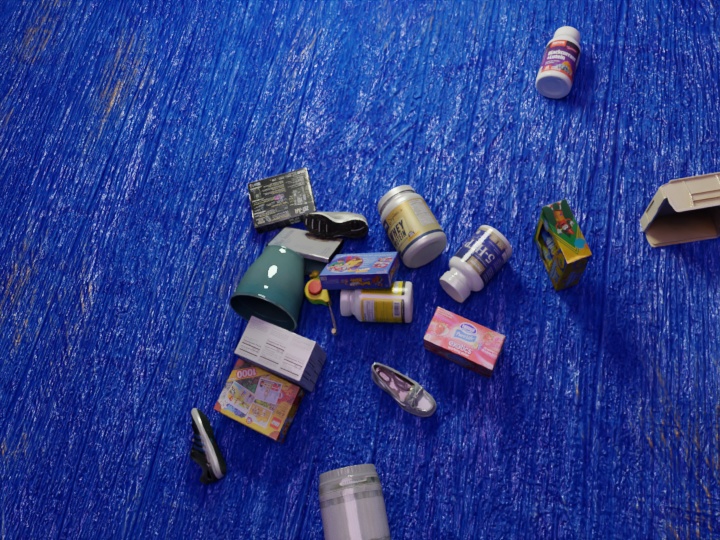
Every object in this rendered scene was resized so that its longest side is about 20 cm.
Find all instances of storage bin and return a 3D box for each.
[{"bbox_3d":[0.876,-0.159,1.616,0.194,0.201,0.096,-9,65,4],"label":"storage bin"}]

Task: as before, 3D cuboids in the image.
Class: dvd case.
[{"bbox_3d":[-0.160,-0.079,1.787,0.195,0.018,0.143,12,30,13],"label":"dvd case"}]

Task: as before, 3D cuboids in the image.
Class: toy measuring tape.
[{"bbox_3d":[-0.118,0.094,1.732,0.072,0.074,0.204,-15,67,2],"label":"toy measuring tape"}]

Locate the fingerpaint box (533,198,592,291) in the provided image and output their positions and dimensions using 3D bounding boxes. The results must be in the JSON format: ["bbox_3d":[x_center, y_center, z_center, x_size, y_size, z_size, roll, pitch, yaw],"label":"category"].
[{"bbox_3d":[0.534,-0.063,1.628,0.072,0.201,0.170,-18,67,1],"label":"fingerpaint box"}]

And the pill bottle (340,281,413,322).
[{"bbox_3d":[0.046,0.085,1.687,0.195,0.113,0.115,2,68,9],"label":"pill bottle"}]

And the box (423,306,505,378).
[{"bbox_3d":[0.276,0.191,1.621,0.197,0.095,0.104,24,72,16],"label":"box"}]

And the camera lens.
[{"bbox_3d":[-0.016,0.587,1.470,0.156,0.161,0.204,-12,67,3],"label":"camera lens"}]

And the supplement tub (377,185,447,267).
[{"bbox_3d":[0.144,-0.127,1.740,0.142,0.145,0.202,-28,67,-4],"label":"supplement tub"}]

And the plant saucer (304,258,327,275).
[{"bbox_3d":[-0.088,-0.015,1.798,0.195,0.019,0.071,7,70,10],"label":"plant saucer"}]

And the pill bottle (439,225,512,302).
[{"bbox_3d":[0.315,-0.015,1.685,0.119,0.120,0.200,40,78,20],"label":"pill bottle"}]

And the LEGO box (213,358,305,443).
[{"bbox_3d":[-0.271,0.352,1.646,0.196,0.077,0.151,20,72,15],"label":"LEGO box"}]

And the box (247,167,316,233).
[{"bbox_3d":[-0.242,-0.218,1.886,0.195,0.044,0.163,-15,67,2],"label":"box"}]

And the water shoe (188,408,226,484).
[{"bbox_3d":[-0.429,0.468,1.626,0.078,0.072,0.202,-29,67,-2],"label":"water shoe"}]

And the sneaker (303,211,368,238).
[{"bbox_3d":[-0.074,-0.140,1.816,0.195,0.076,0.080,6,27,0],"label":"sneaker"}]

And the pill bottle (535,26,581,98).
[{"bbox_3d":[0.622,-0.652,1.896,0.109,0.112,0.204,16,71,14],"label":"pill bottle"}]

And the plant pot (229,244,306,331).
[{"bbox_3d":[-0.241,0.043,1.712,0.196,0.202,0.191,12,60,13],"label":"plant pot"}]

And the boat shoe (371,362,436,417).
[{"bbox_3d":[0.111,0.314,1.612,0.200,0.065,0.075,36,77,19],"label":"boat shoe"}]

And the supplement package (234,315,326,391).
[{"bbox_3d":[-0.211,0.226,1.644,0.196,0.156,0.113,20,74,15],"label":"supplement package"}]

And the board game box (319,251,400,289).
[{"bbox_3d":[0.000,0.000,1.686,0.195,0.046,0.135,-2,26,19],"label":"board game box"}]
